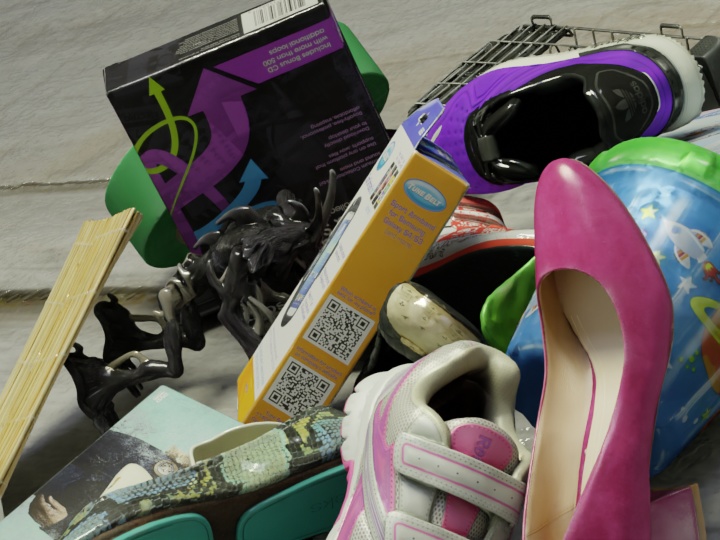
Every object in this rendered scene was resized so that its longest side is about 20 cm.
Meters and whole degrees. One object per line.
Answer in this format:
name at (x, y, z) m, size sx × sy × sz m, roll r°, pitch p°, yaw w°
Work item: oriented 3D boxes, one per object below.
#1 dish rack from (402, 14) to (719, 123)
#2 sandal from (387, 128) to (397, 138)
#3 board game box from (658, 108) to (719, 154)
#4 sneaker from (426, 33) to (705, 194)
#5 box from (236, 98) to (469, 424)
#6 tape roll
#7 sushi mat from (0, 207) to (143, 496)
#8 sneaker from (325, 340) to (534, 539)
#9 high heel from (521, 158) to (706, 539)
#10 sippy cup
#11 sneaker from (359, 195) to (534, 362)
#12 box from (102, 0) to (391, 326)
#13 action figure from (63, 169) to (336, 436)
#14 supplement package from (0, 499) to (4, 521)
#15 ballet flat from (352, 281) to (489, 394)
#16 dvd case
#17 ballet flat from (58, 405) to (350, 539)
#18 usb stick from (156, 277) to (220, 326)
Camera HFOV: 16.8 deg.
dish rack at (0.131, -0.105, 1.555) m, size 0.199 × 0.055 × 0.153 m, roll 11°, pitch 40°, yaw 45°
sandal at (0.019, -0.073, 1.625) m, size 0.199 × 0.048 × 0.075 m, roll -22°, pitch 23°, yaw 4°
board game box at (0.243, -0.066, 1.330) m, size 0.199 × 0.044 × 0.199 m, roll -10°, pitch 10°, yaw 31°
sneaker at (0.090, -0.081, 1.377) m, size 0.099 × 0.070 × 0.200 m, roll -29°, pitch 7°, yaw -42°
box at (0.000, 0.000, 1.325) m, size 0.201 × 0.041 × 0.119 m, roll -55°, pitch 8°, yaw 7°
tape roll at (-0.074, -0.081, 1.597) m, size 0.200 × 0.048 × 0.201 m, roll -35°, pitch -12°, yaw -8°
sushi mat at (-0.192, 0.055, 1.467) m, size 0.096 × 0.012 × 0.201 m, roll -5°, pitch 57°, yaw 64°
sneaker at (0.031, 0.109, 1.102) m, size 0.088 × 0.081 × 0.201 m, roll -47°, pitch 30°, yaw 44°
high heel at (0.091, 0.051, 1.087) m, size 0.096 × 0.201 × 0.067 m, roll -10°, pitch -2°, yaw -37°
sippy cup at (0.141, 0.027, 1.204) m, size 0.130 × 0.139 × 0.178 m, roll -51°, pitch -3°, yaw -28°
sneaker at (0.078, -0.009, 1.407) m, size 0.200 × 0.067 × 0.108 m, roll -12°, pitch 28°, yaw 33°
box at (-0.051, -0.064, 1.484) m, size 0.142 × 0.201 × 0.036 m, roll -22°, pitch 36°, yaw 7°
action figure at (-0.076, 0.024, 1.453) m, size 0.199 × 0.102 × 0.119 m, roll -32°, pitch 16°, yaw 24°
supplement package at (-0.288, 0.119, 1.394) m, size 0.117 × 0.117 × 0.200 m, roll -47°, pitch 22°, yaw 6°
ballet flat at (0.029, 0.054, 1.244) m, size 0.057 × 0.066 × 0.200 m, roll -46°, pitch -11°, yaw -14°
dvd case at (-0.071, 0.137, 1.207) m, size 0.199 × 0.022 × 0.146 m, roll 24°, pitch 47°, yaw 31°
ballet flat at (-0.080, 0.115, 1.164) m, size 0.199 × 0.075 × 0.074 m, roll -16°, pitch 17°, yaw -28°
usb stick at (-0.036, -0.014, 1.572) m, size 0.199 × 0.033 × 0.055 m, roll -23°, pitch 12°, yaw 7°
